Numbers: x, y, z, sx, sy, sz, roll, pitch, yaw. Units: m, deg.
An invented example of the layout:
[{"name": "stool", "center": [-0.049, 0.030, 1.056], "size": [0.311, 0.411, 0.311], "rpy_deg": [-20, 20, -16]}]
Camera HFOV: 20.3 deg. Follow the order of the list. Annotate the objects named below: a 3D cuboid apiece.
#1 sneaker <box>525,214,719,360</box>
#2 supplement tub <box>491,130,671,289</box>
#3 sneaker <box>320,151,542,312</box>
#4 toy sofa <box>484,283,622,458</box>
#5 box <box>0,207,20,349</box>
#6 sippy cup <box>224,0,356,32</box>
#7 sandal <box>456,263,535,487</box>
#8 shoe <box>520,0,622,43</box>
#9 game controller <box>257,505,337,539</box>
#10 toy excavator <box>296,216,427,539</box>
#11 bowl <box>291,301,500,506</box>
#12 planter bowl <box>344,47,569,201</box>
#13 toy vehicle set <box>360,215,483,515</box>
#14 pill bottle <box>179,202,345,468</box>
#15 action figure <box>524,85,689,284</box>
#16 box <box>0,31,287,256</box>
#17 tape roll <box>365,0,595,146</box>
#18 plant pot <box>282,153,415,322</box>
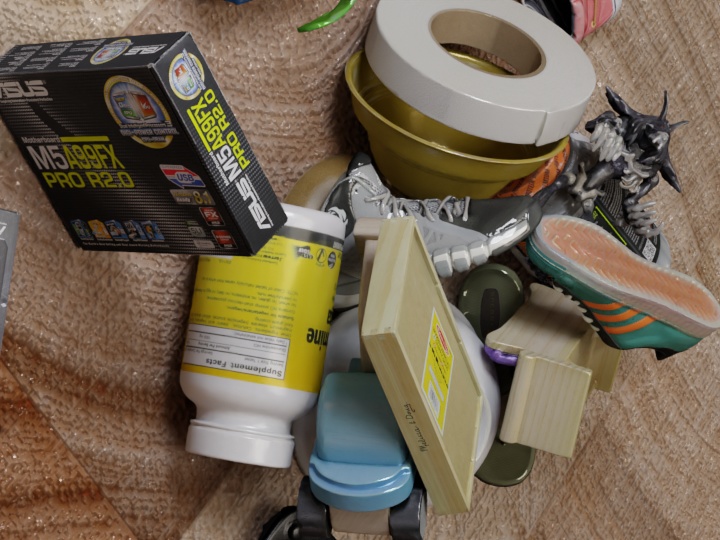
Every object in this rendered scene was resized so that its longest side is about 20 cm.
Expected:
[{"name": "sneaker", "center": [0.209, 0.024, 1.692], "size": [0.199, 0.080, 0.072], "rpy_deg": [26, 38, -25]}, {"name": "supplement tub", "center": [0.193, -0.048, 1.858], "size": [0.200, 0.122, 0.123], "rpy_deg": [47, 59, -37]}, {"name": "sneaker", "center": [0.041, -0.050, 1.631], "size": [0.075, 0.199, 0.116], "rpy_deg": [-77, 145, -77]}, {"name": "toy sofa", "center": [0.167, 0.084, 1.757], "size": [0.200, 0.097, 0.083], "rpy_deg": [-41, 145, -67]}, {"name": "box", "center": [-0.332, 0.019, 1.360], "size": [0.199, 0.048, 0.160], "rpy_deg": [13, 82, -46]}, {"name": "sippy cup", "center": [-0.074, -0.280, 1.575], "size": [0.178, 0.140, 0.130], "rpy_deg": [44, 62, 14]}, {"name": "sandal", "center": [0.116, 0.094, 1.808], "size": [0.057, 0.079, 0.203], "rpy_deg": [93, -7, -86]}, {"name": "shoe", "center": [0.189, -0.310, 1.883], "size": [0.091, 0.071, 0.201], "rpy_deg": [-42, 125, -44]}, {"name": "game controller", "center": [-0.034, 0.288, 1.688], "size": [0.200, 0.042, 0.105], "rpy_deg": [51, 56, -34]}, {"name": "toy excavator", "center": [0.011, 0.086, 1.569], "size": [0.195, 0.099, 0.201], "rpy_deg": [-72, 162, -52]}, {"name": "bowl", "center": [0.048, 0.122, 1.693], "size": [0.200, 0.090, 0.203], "rpy_deg": [-9, 108, -31]}, {"name": "planter bowl", "center": [0.072, -0.111, 1.720], "size": [0.200, 0.200, 0.084], "rpy_deg": [-16, 134, -45]}, {"name": "toy vehicle set", "center": [0.050, 0.074, 1.535], "size": [0.125, 0.026, 0.201], "rpy_deg": [-78, 154, -47]}, {"name": "pill bottle", "center": [-0.080, 0.049, 1.578], "size": [0.112, 0.112, 0.202], "rpy_deg": [13, 86, -46]}, {"name": "action figure", "center": [0.214, -0.077, 1.730], "size": [0.200, 0.102, 0.119], "rpy_deg": [-41, 108, -6]}, {"name": "box", "center": [-0.163, -0.087, 1.426], "size": [0.044, 0.199, 0.161], "rpy_deg": [-48, 124, -34]}, {"name": "tape roll", "center": [0.103, -0.179, 1.715], "size": [0.202, 0.203, 0.037], "rpy_deg": [-19, 140, -44]}, {"name": "plant pot", "center": [0.000, 0.000, 1.726], "size": [0.199, 0.027, 0.202], "rpy_deg": [-1, 91, -46]}]
